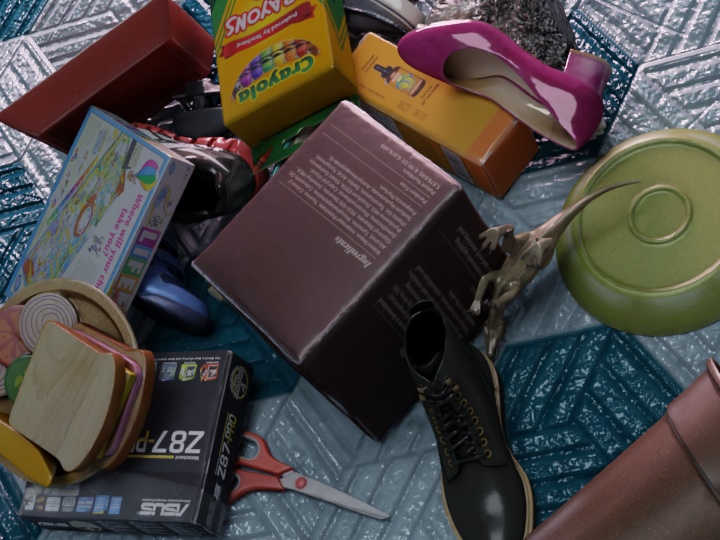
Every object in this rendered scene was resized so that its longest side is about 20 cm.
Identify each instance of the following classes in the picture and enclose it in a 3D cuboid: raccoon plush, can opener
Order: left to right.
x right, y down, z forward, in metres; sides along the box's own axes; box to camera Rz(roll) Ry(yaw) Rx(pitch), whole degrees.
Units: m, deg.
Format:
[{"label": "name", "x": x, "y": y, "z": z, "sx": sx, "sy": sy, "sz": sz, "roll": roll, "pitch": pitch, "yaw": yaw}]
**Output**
[{"label": "can opener", "x": -0.096, "y": -0.169, "z": 1.656, "sx": 0.198, "sy": 0.053, "sz": 0.068, "roll": -4, "pitch": 93, "yaw": 22}, {"label": "raccoon plush", "x": 0.129, "y": -0.191, "z": 1.539, "sx": 0.133, "sy": 0.097, "sz": 0.202, "roll": -26, "pitch": 56, "yaw": 18}]

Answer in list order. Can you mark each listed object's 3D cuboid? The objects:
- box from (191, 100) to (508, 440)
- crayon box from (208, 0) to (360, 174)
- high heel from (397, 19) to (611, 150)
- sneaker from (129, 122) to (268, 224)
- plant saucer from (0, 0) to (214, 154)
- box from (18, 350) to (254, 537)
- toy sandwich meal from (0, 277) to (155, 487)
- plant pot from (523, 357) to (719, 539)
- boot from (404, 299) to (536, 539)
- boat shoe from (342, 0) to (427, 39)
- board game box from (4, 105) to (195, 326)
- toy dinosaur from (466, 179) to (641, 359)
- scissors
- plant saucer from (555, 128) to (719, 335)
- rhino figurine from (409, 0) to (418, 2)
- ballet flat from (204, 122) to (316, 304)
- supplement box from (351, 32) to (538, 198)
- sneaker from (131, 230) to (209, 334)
[{"label": "box", "x": 0.000, "y": 0.000, "z": 1.439, "sx": 0.200, "sy": 0.166, "sz": 0.164, "roll": -46, "pitch": 53, "yaw": -5}, {"label": "crayon box", "x": -0.072, "y": -0.204, "z": 1.573, "sx": 0.126, "sy": 0.051, "sz": 0.202, "roll": -25, "pitch": 53, "yaw": 21}, {"label": "high heel", "x": 0.117, "y": -0.158, "z": 1.461, "sx": 0.198, "sy": 0.068, "sz": 0.096, "roll": 16, "pitch": 53, "yaw": 12}, {"label": "sneaker", "x": -0.193, "y": -0.092, "z": 1.599, "sx": 0.198, "sy": 0.072, "sz": 0.098, "roll": 9, "pitch": 30, "yaw": 14}, {"label": "plant saucer", "x": -0.237, "y": -0.177, "z": 1.638, "sx": 0.199, "sy": 0.200, "sz": 0.037, "roll": -35, "pitch": 80, "yaw": 5}, {"label": "box", "x": -0.203, "y": 0.156, "z": 1.513, "sx": 0.198, "sy": 0.049, "sz": 0.163, "roll": -2, "pitch": 65, "yaw": 29}, {"label": "toy sandwich meal", "x": -0.276, "y": 0.102, "z": 1.478, "sx": 0.203, "sy": 0.070, "sz": 0.208, "roll": -3, "pitch": 84, "yaw": 25}, {"label": "plant pot", "x": 0.240, "y": 0.204, "z": 1.223, "sx": 0.198, "sy": 0.200, "sz": 0.201, "roll": -38, "pitch": 55, "yaw": 11}, {"label": "boot", "x": 0.078, "y": 0.136, "z": 1.351, "sx": 0.077, "sy": 0.138, "sz": 0.202, "roll": -22, "pitch": 57, "yaw": 11}, {"label": "boat shoe", "x": -0.026, "y": -0.242, "z": 1.649, "sx": 0.199, "sy": 0.075, "sz": 0.093, "roll": 26, "pitch": 82, "yaw": 40}, {"label": "board game box", "x": -0.245, "y": -0.036, "z": 1.554, "sx": 0.134, "sy": 0.034, "sz": 0.201, "roll": 32, "pitch": 99, "yaw": 40}, {"label": "toy dinosaur", "x": 0.144, "y": -0.016, "z": 1.407, "sx": 0.058, "sy": 0.101, "sz": 0.201, "roll": 43, "pitch": 107, "yaw": 21}, {"label": "scissors", "x": -0.060, "y": 0.178, "z": 1.464, "sx": 0.198, "sy": 0.014, "sz": 0.074, "roll": 0, "pitch": 62, "yaw": 26}, {"label": "plant saucer", "x": 0.260, "y": -0.042, "z": 1.432, "sx": 0.198, "sy": 0.031, "sz": 0.202, "roll": -11, "pitch": 60, "yaw": 19}, {"label": "rhino figurine", "x": 0.045, "y": -0.306, "z": 1.634, "sx": 0.198, "sy": 0.088, "sz": 0.060, "roll": 15, "pitch": 71, "yaw": 30}, {"label": "ballet flat", "x": -0.075, "y": -0.051, "z": 1.572, "sx": 0.069, "sy": 0.069, "sz": 0.201, "roll": 21, "pitch": 75, "yaw": 31}, {"label": "supplement box", "x": 0.067, "y": -0.146, "z": 1.553, "sx": 0.199, "sy": 0.069, "sz": 0.067, "roll": 33, "pitch": 79, "yaw": 32}, {"label": "sneaker", "x": -0.207, "y": -0.010, "z": 1.597, "sx": 0.199, "sy": 0.074, "sz": 0.082, "roll": 34, "pitch": 78, "yaw": 33}]
